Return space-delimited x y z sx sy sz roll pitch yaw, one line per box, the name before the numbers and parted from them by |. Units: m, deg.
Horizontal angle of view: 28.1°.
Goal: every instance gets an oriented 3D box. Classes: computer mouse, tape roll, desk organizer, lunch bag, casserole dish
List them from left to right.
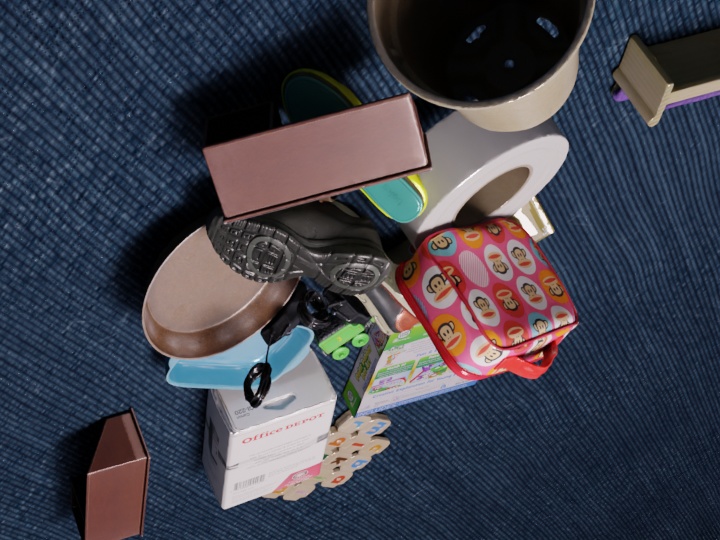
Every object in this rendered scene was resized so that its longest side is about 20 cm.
desk organizer | -0.307 0.259 1.754 0.076 0.072 0.201 -13 147 -21
casserole dish | -0.144 0.086 1.664 0.199 0.039 0.121 7 134 -46
computer mouse | -0.089 0.081 1.571 0.034 0.201 0.058 38 128 -19
desk organizer | -0.041 -0.116 1.322 0.198 0.072 0.078 -14 120 6
computer mouse | -0.033 0.045 1.611 0.034 0.059 0.200 -41 170 17
tape roll | 0.122 -0.104 1.533 0.201 0.071 0.203 -31 162 -11
lunch bag | 0.146 0.038 1.532 0.199 0.177 0.082 -10 151 -51

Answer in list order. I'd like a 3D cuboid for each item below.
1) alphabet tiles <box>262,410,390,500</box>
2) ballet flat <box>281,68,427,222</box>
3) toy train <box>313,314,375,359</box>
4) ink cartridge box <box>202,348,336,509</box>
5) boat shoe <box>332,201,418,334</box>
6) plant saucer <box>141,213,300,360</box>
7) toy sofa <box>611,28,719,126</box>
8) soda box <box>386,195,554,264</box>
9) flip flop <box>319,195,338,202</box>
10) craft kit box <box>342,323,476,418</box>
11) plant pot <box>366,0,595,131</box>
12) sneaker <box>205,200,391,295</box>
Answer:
alphabet tiles | -0.051 0.263 2.041 0.200 0.015 0.195 -43 148 21
ballet flat | -0.005 -0.129 1.407 0.067 0.067 0.200 -32 117 25
toy train | 0.029 0.039 1.743 0.199 0.042 0.056 -35 139 9
ink cartridge box | -0.119 0.201 1.816 0.144 0.085 0.201 -17 150 -21
boat shoe | 0.000 0.000 1.582 0.062 0.072 0.200 -27 128 26
plant saucer | -0.148 0.006 1.510 0.199 0.035 0.202 -25 141 -22
toy sofa | 0.385 -0.221 1.610 0.198 0.083 0.098 -16 147 -22
soda box | 0.121 -0.029 1.667 0.199 0.068 0.064 -33 115 5
flip flop | -0.024 -0.100 1.460 0.198 0.058 0.081 -3 142 -40
craft kit box | 0.090 0.102 1.891 0.198 0.049 0.198 -13 149 -27
plant pot | 0.122 -0.215 1.306 0.199 0.202 0.183 -32 162 6
sneaker | -0.066 -0.036 1.458 0.198 0.091 0.076 15 133 -27
